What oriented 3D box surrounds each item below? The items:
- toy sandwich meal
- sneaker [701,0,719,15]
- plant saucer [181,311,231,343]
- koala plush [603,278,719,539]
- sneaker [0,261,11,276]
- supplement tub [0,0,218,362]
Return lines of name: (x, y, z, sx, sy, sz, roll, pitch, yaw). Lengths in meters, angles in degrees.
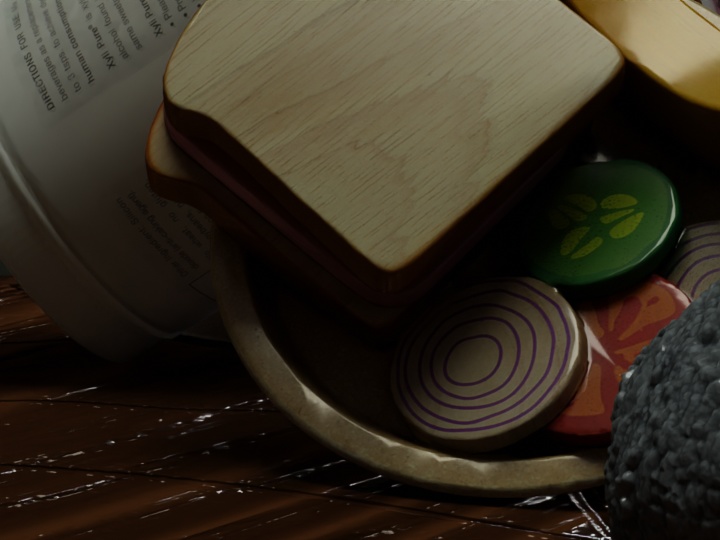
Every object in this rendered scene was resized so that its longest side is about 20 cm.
toy sandwich meal: (0.040, -0.031, 0.867, 0.204, 0.206, 0.070, 4, -32, 11)
sneaker: (0.125, -0.048, 0.979, 0.200, 0.113, 0.071, -39, 11, -22)
plant saucer: (0.000, 0.000, 1.152, 0.199, 0.035, 0.200, 1, 8, 0)
koala plush: (0.151, -0.021, 0.747, 0.183, 0.202, 0.177, -2, 9, -23)
sneaker: (-0.174, -0.035, 1.243, 0.081, 0.074, 0.200, 3, 17, -33)
supplement tub: (-0.033, -0.075, 1.008, 0.199, 0.132, 0.132, -32, 2, 12)
